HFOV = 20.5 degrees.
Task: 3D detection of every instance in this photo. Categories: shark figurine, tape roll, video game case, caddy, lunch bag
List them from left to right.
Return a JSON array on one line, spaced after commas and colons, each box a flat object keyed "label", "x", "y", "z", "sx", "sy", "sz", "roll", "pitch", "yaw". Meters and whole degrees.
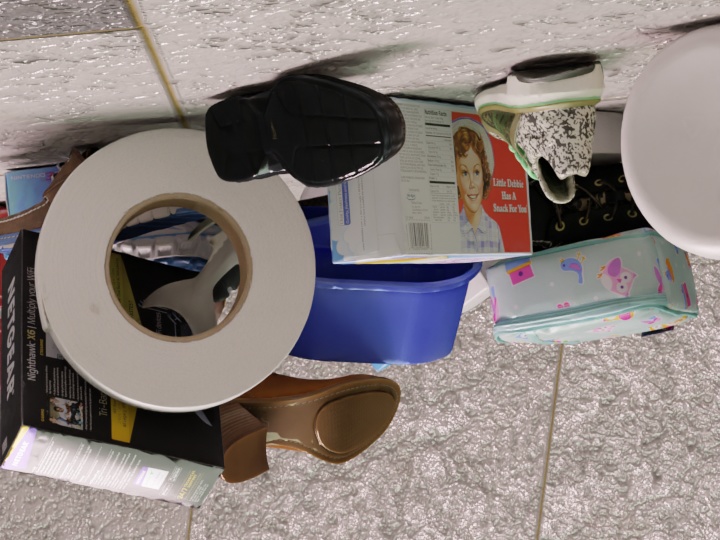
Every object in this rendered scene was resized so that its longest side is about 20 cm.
[{"label": "video game case", "x": -0.188, "y": -0.067, "z": 1.732, "sx": 0.198, "sy": 0.046, "sz": 0.181, "roll": -5, "pitch": 176, "yaw": 7}, {"label": "tape roll", "x": -0.133, "y": 0.000, "z": 1.426, "sx": 0.201, "sy": 0.205, "sz": 0.037, "roll": -5, "pitch": 173, "yaw": -12}, {"label": "shark figurine", "x": -0.078, "y": -0.021, "z": 1.525, "sx": 0.128, "sy": 0.089, "sz": 0.215, "roll": -42, "pitch": -165, "yaw": 26}, {"label": "caddy", "x": 0.000, "y": 0.000, "z": 1.630, "sx": 0.198, "sy": 0.106, "sz": 0.142, "roll": 2, "pitch": -155, "yaw": -8}, {"label": "tape roll", "x": 0.130, "y": -0.103, "z": 1.699, "sx": 0.201, "sy": 0.037, "sz": 0.203, "roll": -6, "pitch": 177, "yaw": 0}, {"label": "lunch bag", "x": 0.195, "y": 0.020, "z": 1.685, "sx": 0.159, "sy": 0.078, "sz": 0.200, "roll": -14, "pitch": 171, "yaw": 20}]

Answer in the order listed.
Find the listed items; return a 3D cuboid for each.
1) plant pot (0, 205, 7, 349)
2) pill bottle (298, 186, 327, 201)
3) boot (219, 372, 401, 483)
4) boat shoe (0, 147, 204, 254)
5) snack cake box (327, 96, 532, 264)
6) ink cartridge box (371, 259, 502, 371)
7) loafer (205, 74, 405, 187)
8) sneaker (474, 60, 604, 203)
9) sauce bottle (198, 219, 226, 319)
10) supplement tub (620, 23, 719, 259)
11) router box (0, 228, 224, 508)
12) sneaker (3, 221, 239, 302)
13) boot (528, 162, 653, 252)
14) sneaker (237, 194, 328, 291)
[{"label": "plant pot", "x": -0.338, "y": 0.030, "z": 2.004, "sx": 0.198, "sy": 0.184, "sz": 0.200, "roll": -5, "pitch": 177, "yaw": 0}, {"label": "pill bottle", "x": 0.006, "y": -0.043, "z": 1.899, "sx": 0.112, "sy": 0.115, "sz": 0.200, "roll": -6, "pitch": 178, "yaw": 6}, {"label": "boot", "x": -0.081, "y": 0.100, "z": 1.607, "sx": 0.199, "sy": 0.077, "sz": 0.155, "roll": -20, "pitch": -144, "yaw": -32}, {"label": "boat shoe", "x": -0.205, "y": -0.058, "z": 1.556, "sx": 0.198, "sy": 0.073, "sz": 0.072, "roll": -12, "pitch": 172, "yaw": 24}, {"label": "snack cake box", "x": 0.054, "y": -0.065, "z": 1.503, "sx": 0.067, "sy": 0.116, "sz": 0.199, "roll": -7, "pitch": 177, "yaw": 33}, {"label": "ink cartridge box", "x": 0.088, "y": 0.003, "z": 1.824, "sx": 0.200, "sy": 0.068, "sz": 0.116, "roll": -39, "pitch": 174, "yaw": 36}, {"label": "loafer", "x": -0.025, "y": -0.095, "z": 1.292, "sx": 0.072, "sy": 0.074, "sz": 0.199, "roll": -14, "pitch": -168, "yaw": -32}, {"label": "sneaker", "x": 0.125, "y": -0.089, "z": 1.393, "sx": 0.076, "sy": 0.090, "sz": 0.200, "roll": -5, "pitch": 178, "yaw": -3}, {"label": "sauce bottle", "x": -0.147, "y": -0.004, "z": 1.784, "sx": 0.065, "sy": 0.067, "sz": 0.200, "roll": -5, "pitch": -163, "yaw": 2}, {"label": "supplement tub", "x": 0.274, "y": -0.081, "z": 1.278, "sx": 0.144, "sy": 0.147, "sz": 0.199, "roll": -7, "pitch": 177, "yaw": 39}, {"label": "router box", "x": -0.187, "y": 0.071, "z": 1.484, "sx": 0.156, "sy": 0.201, "sz": 0.052, "roll": 15, "pitch": 131, "yaw": -22}, {"label": "sneaker", "x": -0.198, "y": -0.017, "z": 1.656, "sx": 0.198, "sy": 0.076, "sz": 0.087, "roll": 7, "pitch": -158, "yaw": -7}, {"label": "boot", "x": 0.200, "y": -0.060, "z": 1.665, "sx": 0.153, "sy": 0.074, "sz": 0.203, "roll": -14, "pitch": 173, "yaw": 41}, {"label": "sneaker", "x": -0.021, "y": -0.026, "z": 1.730, "sx": 0.198, "sy": 0.076, "sz": 0.070, "roll": -9, "pitch": -168, "yaw": 1}]
